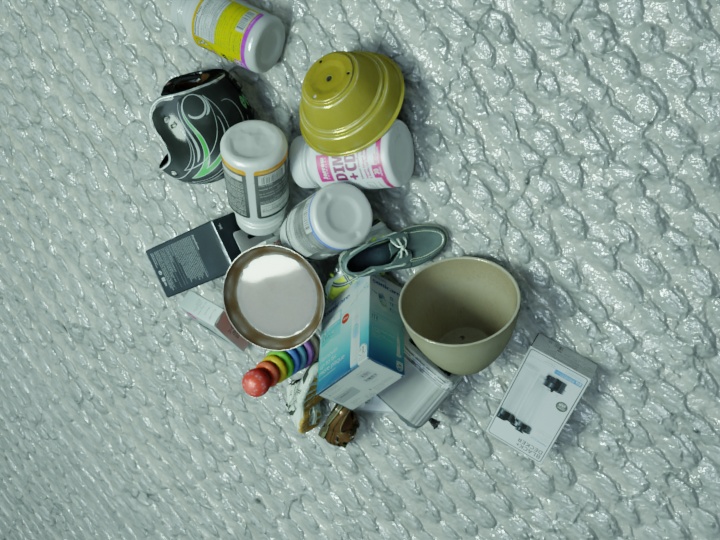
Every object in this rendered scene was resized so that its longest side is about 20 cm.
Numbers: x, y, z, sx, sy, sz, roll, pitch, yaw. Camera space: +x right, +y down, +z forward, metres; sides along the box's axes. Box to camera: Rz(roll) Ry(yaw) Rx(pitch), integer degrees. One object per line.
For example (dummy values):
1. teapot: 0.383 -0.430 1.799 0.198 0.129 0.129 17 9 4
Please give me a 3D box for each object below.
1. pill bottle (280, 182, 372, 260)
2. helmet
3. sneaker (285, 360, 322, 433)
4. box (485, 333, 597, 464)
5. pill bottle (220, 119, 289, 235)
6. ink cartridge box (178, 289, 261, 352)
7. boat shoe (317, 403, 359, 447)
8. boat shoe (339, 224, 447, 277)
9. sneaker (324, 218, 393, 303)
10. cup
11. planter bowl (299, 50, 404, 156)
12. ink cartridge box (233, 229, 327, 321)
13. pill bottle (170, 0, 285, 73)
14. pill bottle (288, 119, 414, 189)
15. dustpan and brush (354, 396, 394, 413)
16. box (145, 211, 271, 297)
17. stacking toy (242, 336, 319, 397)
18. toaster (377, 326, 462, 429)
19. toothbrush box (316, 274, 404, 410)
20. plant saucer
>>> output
1. pill bottle: -0.069 -0.079 1.237 0.114 0.114 0.200 63 155 -4
2. helmet: -0.294 -0.259 1.292 0.199 0.200 0.191 2 124 28
3. sneaker: -0.119 0.249 1.434 0.088 0.075 0.201 46 136 32
4. box: 0.314 0.226 1.213 0.116 0.060 0.201 30 119 16
5. pill bottle: -0.186 -0.161 1.247 0.116 0.116 0.200 30 148 16
6. ink cartridge box: -0.262 0.126 1.426 0.173 0.200 0.044 28 74 18
7. boat shoe: -0.032 0.305 1.396 0.068 0.072 0.200 34 154 7
8. boat shoe: 0.060 -0.030 1.212 0.199 0.062 0.073 -14 97 0
9. sneaker: 0.000 0.000 1.294 0.076 0.075 0.200 41 123 10
10. cup: 0.173 0.095 1.184 0.199 0.201 0.144 12 139 24
11. planter bowl: -0.034 -0.296 1.139 0.199 0.083 0.201 -11 65 24
12. ink cartridge box: -0.150 -0.009 1.346 0.068 0.116 0.201 -24 96 31
13. pill bottle: -0.242 -0.439 1.248 0.199 0.104 0.105 29 119 17
14. pill bottle: -0.017 -0.197 1.208 0.199 0.113 0.114 -1 107 29
15. dustpan and brush: -0.009 0.205 1.380 0.139 0.057 0.201 -4 106 30
16. box: -0.300 -0.041 1.397 0.199 0.148 0.107 -20 98 33
17. stacking toy: -0.163 0.186 1.373 0.085 0.200 0.086 9 112 25
18. toaster: 0.101 0.195 1.287 0.200 0.114 0.129 43 120 10
19. toothbrush box: 0.001 0.123 1.243 0.085 0.201 0.146 30 131 -26
20. plant saucer: -0.158 0.049 1.279 0.199 0.032 0.201 3 104 13
